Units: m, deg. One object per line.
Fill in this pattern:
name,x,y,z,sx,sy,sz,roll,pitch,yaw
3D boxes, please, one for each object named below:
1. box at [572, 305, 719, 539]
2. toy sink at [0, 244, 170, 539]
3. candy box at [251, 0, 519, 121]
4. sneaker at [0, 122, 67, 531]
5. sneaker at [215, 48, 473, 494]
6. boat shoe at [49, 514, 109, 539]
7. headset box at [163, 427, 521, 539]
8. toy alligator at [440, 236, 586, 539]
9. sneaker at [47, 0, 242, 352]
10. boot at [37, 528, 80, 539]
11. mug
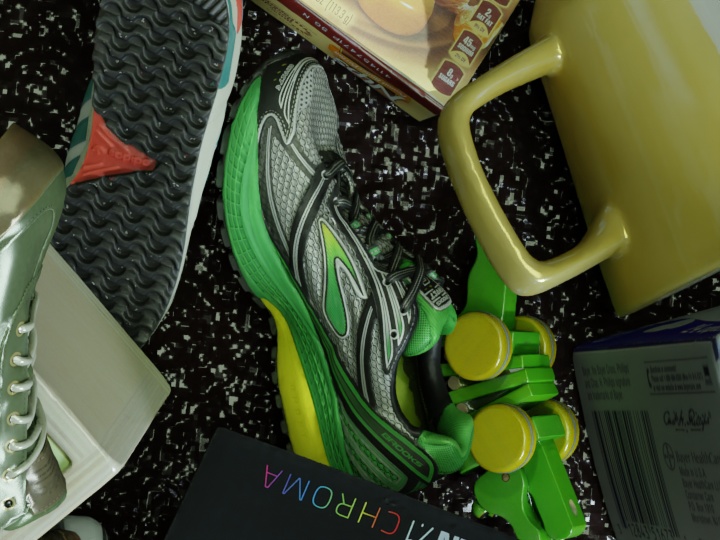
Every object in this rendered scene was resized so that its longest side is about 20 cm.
box,0.220,0.055,0.901,0.198,0.184,0.106,-14,90,-13
toy sink,-0.195,0.027,0.821,0.130,0.112,0.200,-38,97,14
candy box,0.040,-0.184,0.932,0.115,0.055,0.201,34,82,-11
sneaker,-0.137,0.048,0.733,0.089,0.067,0.201,33,113,-8
sneaker,0.000,0.000,0.894,0.085,0.078,0.202,-13,98,30
boat shoe,-0.105,0.204,0.879,0.067,0.074,0.202,0,90,-18
headset box,-0.018,0.190,0.792,0.173,0.093,0.201,20,58,8
toy alligator,0.065,0.084,0.925,0.054,0.059,0.202,-19,79,28
sneaker,-0.092,-0.048,0.891,0.070,0.093,0.201,20,111,4
boot,-0.170,0.184,0.787,0.096,0.075,0.202,23,67,-23
mug,0.139,-0.076,0.901,0.186,0.149,0.154,-19,83,-54
